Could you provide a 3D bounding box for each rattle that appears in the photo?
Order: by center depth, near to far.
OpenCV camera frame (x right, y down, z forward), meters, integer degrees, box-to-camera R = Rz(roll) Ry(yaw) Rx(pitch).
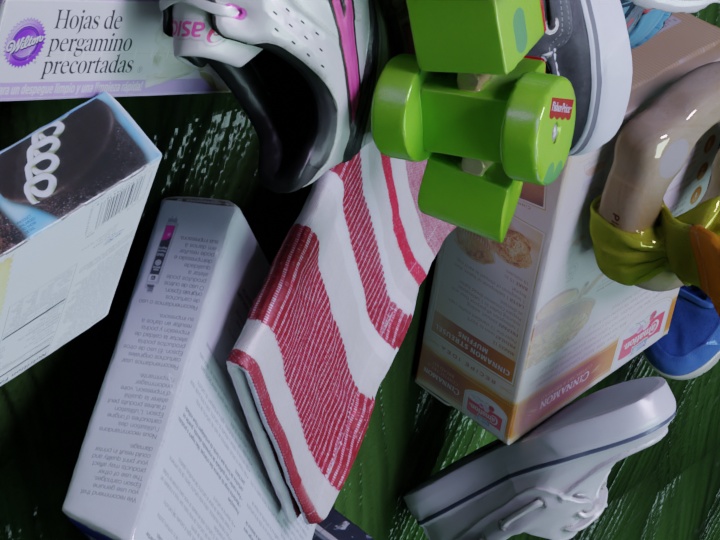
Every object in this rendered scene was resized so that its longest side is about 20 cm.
[{"bbox_3d":[0.223,-0.042,0.946,0.200,0.143,0.131,-16,113,-39],"label":"rattle"}]

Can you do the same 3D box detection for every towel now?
[{"bbox_3d":[0.000,0.000,0.851,0.144,0.023,0.200,74,35,-53],"label":"towel"}]

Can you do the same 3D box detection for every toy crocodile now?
[{"bbox_3d":[0.040,-0.094,0.653,0.062,0.067,0.201,-51,143,-47],"label":"toy crocodile"}]

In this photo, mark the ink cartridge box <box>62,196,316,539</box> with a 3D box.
[{"bbox_3d":[-0.068,0.103,0.818,0.197,0.043,0.201,66,36,-57],"label":"ink cartridge box"}]

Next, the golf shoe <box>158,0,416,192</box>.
[{"bbox_3d":[-0.038,-0.117,0.647,0.092,0.072,0.200,-56,134,-32],"label":"golf shoe"}]

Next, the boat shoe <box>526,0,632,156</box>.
[{"bbox_3d":[0.054,-0.117,0.706,0.066,0.070,0.200,-31,137,-20],"label":"boat shoe"}]

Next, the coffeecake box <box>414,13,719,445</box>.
[{"bbox_3d":[0.116,-0.029,1.010,0.153,0.073,0.200,-29,141,-39],"label":"coffeecake box"}]

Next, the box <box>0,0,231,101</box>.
[{"bbox_3d":[-0.075,-0.091,0.700,0.200,0.041,0.039,-9,124,-52],"label":"box"}]

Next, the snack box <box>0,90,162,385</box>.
[{"bbox_3d":[-0.163,0.025,0.649,0.200,0.037,0.116,-36,166,-33],"label":"snack box"}]

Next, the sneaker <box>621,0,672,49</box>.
[{"bbox_3d":[0.118,-0.179,0.864,0.095,0.079,0.201,-25,137,-40],"label":"sneaker"}]

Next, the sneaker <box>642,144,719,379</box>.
[{"bbox_3d":[0.210,-0.028,1.142,0.111,0.077,0.200,5,110,-64],"label":"sneaker"}]

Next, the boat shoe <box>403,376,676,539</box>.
[{"bbox_3d":[0.108,0.117,1.044,0.073,0.065,0.200,-29,178,-41],"label":"boat shoe"}]

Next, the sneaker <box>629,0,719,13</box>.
[{"bbox_3d":[0.107,-0.168,0.777,0.199,0.078,0.100,-1,134,-22],"label":"sneaker"}]

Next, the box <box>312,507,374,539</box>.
[{"bbox_3d":[-0.019,0.260,0.963,0.200,0.196,0.124,-38,144,-30],"label":"box"}]
